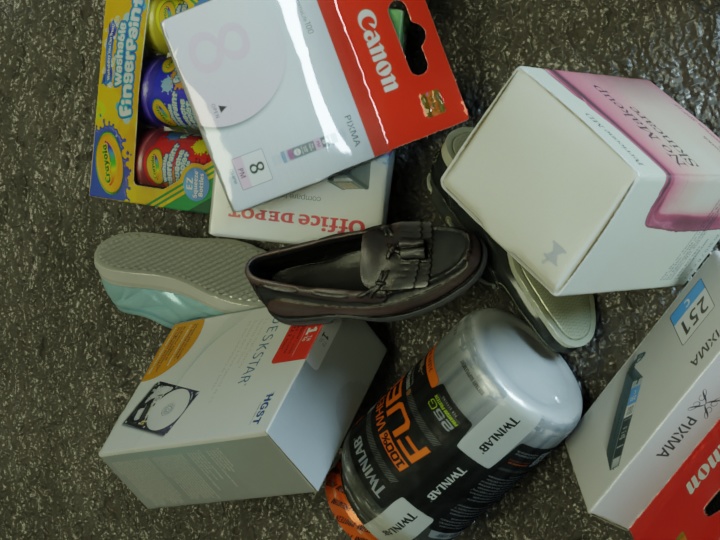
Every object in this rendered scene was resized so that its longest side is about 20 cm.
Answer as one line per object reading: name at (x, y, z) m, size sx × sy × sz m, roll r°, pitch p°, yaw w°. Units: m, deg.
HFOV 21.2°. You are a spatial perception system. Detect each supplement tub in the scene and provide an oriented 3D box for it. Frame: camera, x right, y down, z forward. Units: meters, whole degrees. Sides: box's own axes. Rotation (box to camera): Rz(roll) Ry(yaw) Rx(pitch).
supplement tub at (0.069, 0.134, 1.516) m, size 0.200 × 0.122 × 0.123 m, roll -47°, pitch 66°, yaw 27°

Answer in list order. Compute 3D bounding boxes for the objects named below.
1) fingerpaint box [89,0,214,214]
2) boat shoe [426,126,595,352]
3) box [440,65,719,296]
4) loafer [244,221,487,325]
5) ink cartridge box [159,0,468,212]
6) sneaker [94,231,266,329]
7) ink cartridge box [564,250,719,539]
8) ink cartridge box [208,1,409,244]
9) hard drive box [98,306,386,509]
fingerpaint box at (-0.149, -0.154, 1.694) m, size 0.166 × 0.073 × 0.201 m, roll 10°, pitch 96°, yaw 34°
boat shoe at (0.118, -0.017, 1.520) m, size 0.200 × 0.072 × 0.068 m, roll 58°, pitch 138°, yaw 18°
box at (0.176, -0.065, 1.389) m, size 0.128 × 0.200 × 0.109 m, roll 45°, pitch 115°, yaw 25°
loafer at (0.000, 0.000, 1.506) m, size 0.199 × 0.063 × 0.072 m, roll -12°, pitch 56°, yaw 29°
ink cartridge box at (-0.036, -0.155, 1.508) m, size 0.199 × 0.057 × 0.163 m, roll -21°, pitch 94°, yaw 9°
sneaker at (-0.138, 0.020, 1.706) m, size 0.199 × 0.074 × 0.082 m, roll 14°, pitch 139°, yaw 24°
ink cartridge box at (0.237, 0.111, 1.389) m, size 0.200 × 0.045 × 0.176 m, roll -56°, pitch 23°, yaw 23°
ink cartridge box at (-0.042, -0.121, 1.578) m, size 0.145 × 0.088 × 0.201 m, roll 7°, pitch 98°, yaw 2°
hard drive box at (-0.097, 0.110, 1.600) m, size 0.199 × 0.156 × 0.077 m, roll -12°, pitch 128°, yaw 39°
